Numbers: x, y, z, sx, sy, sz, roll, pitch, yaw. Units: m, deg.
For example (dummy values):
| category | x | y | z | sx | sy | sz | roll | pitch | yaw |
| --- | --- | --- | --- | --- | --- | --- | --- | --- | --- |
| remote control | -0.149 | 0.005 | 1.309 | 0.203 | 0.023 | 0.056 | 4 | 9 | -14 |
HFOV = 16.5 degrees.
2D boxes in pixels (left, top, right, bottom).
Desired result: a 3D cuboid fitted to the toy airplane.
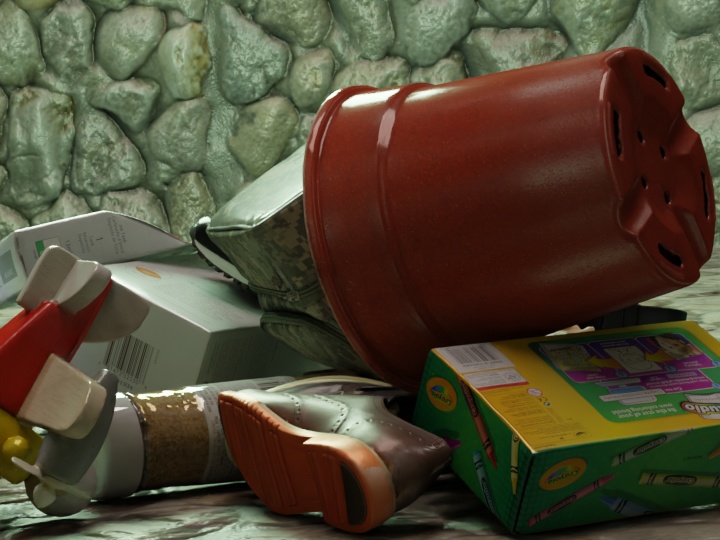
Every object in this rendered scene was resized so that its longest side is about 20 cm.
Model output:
| category | x | y | z | sx | sy | sz | roll | pitch | yaw |
| --- | --- | --- | --- | --- | --- | --- | --- | --- | --- |
| toy airplane | -0.204 | 0.084 | 1.520 | 0.199 | 0.141 | 0.200 | -29 | 16 | 26 |

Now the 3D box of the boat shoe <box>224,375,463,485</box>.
| category | x | y | z | sx | sy | sz | roll | pitch | yaw |
| --- | --- | --- | --- | --- | --- | --- | --- | --- | --- |
| boat shoe | 0.014 | 0.102 | 1.576 | 0.200 | 0.073 | 0.065 | -3 | -1 | -5 |

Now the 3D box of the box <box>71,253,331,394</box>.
| category | x | y | z | sx | sy | sz | roll | pitch | yaw |
| --- | --- | --- | --- | --- | --- | --- | --- | --- | --- |
| box | -0.117 | 0.056 | 1.883 | 0.124 | 0.098 | 0.200 | 26 | 18 | 27 |

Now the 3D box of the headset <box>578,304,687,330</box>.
| category | x | y | z | sx | sy | sz | roll | pitch | yaw |
| --- | --- | --- | --- | --- | --- | --- | --- | --- | --- |
| headset | 0.144 | 0.020 | 1.838 | 0.200 | 0.094 | 0.123 | 4 | -2 | -12 |

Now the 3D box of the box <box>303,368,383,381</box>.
| category | x | y | z | sx | sy | sz | roll | pitch | yaw |
| --- | --- | --- | --- | --- | --- | --- | --- | --- | --- |
| box | 0.071 | 0.096 | 1.790 | 0.157 | 0.050 | 0.200 | -5 | 5 | -27 |

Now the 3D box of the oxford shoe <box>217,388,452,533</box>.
| category | x | y | z | sx | sy | sz | roll | pitch | yaw |
| --- | --- | --- | --- | --- | --- | --- | --- | --- | --- |
| oxford shoe | -0.019 | 0.106 | 1.490 | 0.073 | 0.071 | 0.200 | -23 | 23 | -27 |

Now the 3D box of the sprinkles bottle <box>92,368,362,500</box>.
| category | x | y | z | sx | sy | sz | roll | pitch | yaw |
| --- | --- | --- | --- | --- | --- | --- | --- | --- | --- |
| sprinkles bottle | -0.090 | 0.106 | 1.627 | 0.200 | 0.068 | 0.068 | -5 | 5 | -28 |

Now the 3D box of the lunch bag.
| category | x | y | z | sx | sy | sz | roll | pitch | yaw |
| --- | --- | --- | --- | --- | --- | --- | --- | --- | --- |
| lunch bag | 0.000 | 0.000 | 1.721 | 0.139 | 0.168 | 0.200 | -38 | 11 | -13 |

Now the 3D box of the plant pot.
| category | x | y | z | sx | sy | sz | roll | pitch | yaw |
| --- | --- | --- | --- | --- | --- | --- | --- | --- | --- |
| plant pot | 0.100 | -0.041 | 1.520 | 0.195 | 0.201 | 0.201 | -14 | -2 | 30 |

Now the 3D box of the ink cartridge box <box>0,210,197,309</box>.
| category | x | y | z | sx | sy | sz | roll | pitch | yaw |
| --- | --- | --- | --- | --- | --- | --- | --- | --- | --- |
| ink cartridge box | -0.192 | -0.019 | 1.945 | 0.200 | 0.050 | 0.161 | -16 | -3 | -22 |

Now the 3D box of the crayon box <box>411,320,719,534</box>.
| category | x | y | z | sx | sy | sz | roll | pitch | yaw |
| --- | --- | --- | --- | --- | --- | --- | --- | --- | --- |
| crayon box | 0.147 | 0.089 | 1.465 | 0.200 | 0.058 | 0.119 | -5 | 30 | -30 |

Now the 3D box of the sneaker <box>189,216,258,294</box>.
| category | x | y | z | sx | sy | sz | roll | pitch | yaw |
| --- | --- | --- | --- | --- | --- | --- | --- | --- | --- |
| sneaker | -0.026 | -0.014 | 1.857 | 0.200 | 0.090 | 0.070 | 24 | 9 | -4 |

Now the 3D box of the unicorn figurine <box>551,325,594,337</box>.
| category | x | y | z | sx | sy | sz | roll | pitch | yaw |
| --- | --- | --- | --- | --- | --- | --- | --- | --- | --- |
| unicorn figurine | 0.147 | 0.075 | 1.630 | 0.137 | 0.074 | 0.200 | 14 | 1 | -27 |
